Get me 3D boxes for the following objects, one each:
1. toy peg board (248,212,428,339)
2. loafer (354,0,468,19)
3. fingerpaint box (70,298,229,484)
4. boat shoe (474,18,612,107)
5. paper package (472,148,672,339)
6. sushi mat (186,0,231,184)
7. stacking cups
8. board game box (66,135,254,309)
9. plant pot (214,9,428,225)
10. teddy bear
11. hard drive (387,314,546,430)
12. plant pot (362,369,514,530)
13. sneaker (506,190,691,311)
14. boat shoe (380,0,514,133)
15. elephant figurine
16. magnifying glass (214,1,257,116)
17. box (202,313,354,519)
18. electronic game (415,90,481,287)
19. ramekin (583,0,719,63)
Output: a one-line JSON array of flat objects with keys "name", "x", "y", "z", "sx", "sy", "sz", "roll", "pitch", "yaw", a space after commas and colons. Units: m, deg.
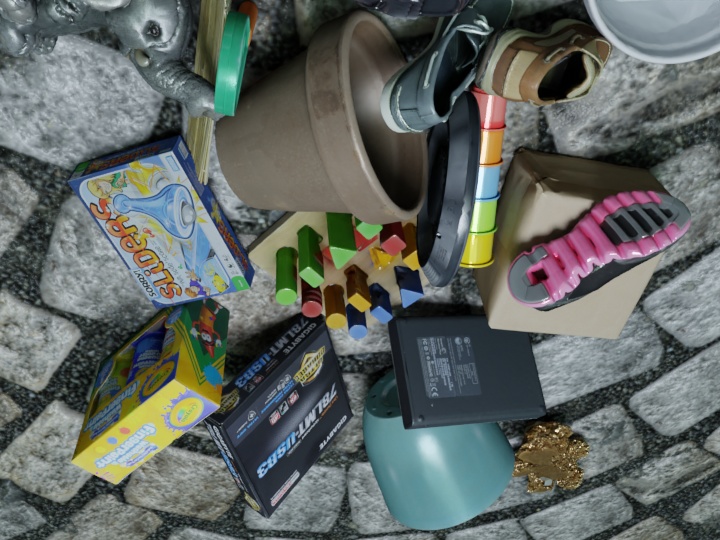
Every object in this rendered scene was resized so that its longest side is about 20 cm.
[{"name": "toy peg board", "x": 0.000, "y": 0.000, "z": 0.848, "sx": 0.199, "sy": 0.098, "sz": 0.199, "roll": -37, "pitch": 122, "yaw": 22}, {"name": "loafer", "x": -0.002, "y": -0.263, "z": 0.623, "sx": 0.198, "sy": 0.063, "sz": 0.072, "roll": 23, "pitch": 146, "yaw": 7}, {"name": "fingerpaint box", "x": -0.262, "y": 0.143, "z": 0.889, "sx": 0.199, "sy": 0.168, "sz": 0.073, "roll": -37, "pitch": 123, "yaw": 22}, {"name": "boat shoe", "x": 0.192, "y": -0.191, "z": 0.675, "sx": 0.199, "sy": 0.074, "sz": 0.076, "roll": -24, "pitch": 139, "yaw": -40}, {"name": "paper package", "x": 0.254, "y": -0.027, "z": 0.849, "sx": 0.188, "sy": 0.104, "sz": 0.201, "roll": 6, "pitch": 126, "yaw": -10}, {"name": "sushi mat", "x": -0.150, "y": -0.192, "z": 0.687, "sx": 0.012, "sy": 0.096, "sz": 0.201, "roll": -1, "pitch": 130, "yaw": -23}, {"name": "stacking cups", "x": 0.130, "y": -0.104, "z": 0.789, "sx": 0.060, "sy": 0.061, "sz": 0.202, "roll": -2, "pitch": 117, "yaw": -4}, {"name": "board game box", "x": -0.225, "y": -0.048, "z": 0.816, "sx": 0.134, "sy": 0.035, "sz": 0.201, "roll": -12, "pitch": 128, "yaw": 15}, {"name": "plant pot", "x": -0.045, "y": -0.133, "z": 0.699, "sx": 0.173, "sy": 0.201, "sz": 0.201, "roll": -10, "pitch": 130, "yaw": 23}, {"name": "teddy bear", "x": 0.304, "y": 0.304, "z": 1.145, "sx": 0.144, "sy": 0.067, "sz": 0.200, "roll": -27, "pitch": 133, "yaw": 26}, {"name": "hard drive", "x": 0.140, "y": 0.127, "z": 0.912, "sx": 0.198, "sy": 0.141, "sz": 0.033, "roll": 0, "pitch": 157, "yaw": -22}, {"name": "plant pot", "x": 0.093, "y": 0.225, "z": 0.978, "sx": 0.199, "sy": 0.201, "sz": 0.162, "roll": -23, "pitch": 111, "yaw": 12}, {"name": "sneaker", "x": 0.259, "y": -0.014, "z": 0.763, "sx": 0.199, "sy": 0.080, "sz": 0.095, "roll": -27, "pitch": 148, "yaw": 15}, {"name": "boat shoe", "x": 0.098, "y": -0.203, "z": 0.656, "sx": 0.200, "sy": 0.062, "sz": 0.073, "roll": -51, "pitch": 124, "yaw": -22}, {"name": "elephant figurine", "x": -0.204, "y": -0.240, "z": 0.611, "sx": 0.198, "sy": 0.143, "sz": 0.156, "roll": 8, "pitch": 143, "yaw": 6}, {"name": "magnifying glass", "x": -0.106, "y": -0.199, "z": 0.616, "sx": 0.022, "sy": 0.201, "sz": 0.080, "roll": 8, "pitch": 123, "yaw": -11}, {"name": "box", "x": -0.101, "y": 0.194, "z": 0.940, "sx": 0.049, "sy": 0.200, "sz": 0.200, "roll": 18, "pitch": 137, "yaw": 36}, {"name": "electronic game", "x": 0.092, "y": -0.083, "z": 0.727, "sx": 0.041, "sy": 0.201, "sz": 0.201, "roll": 7, "pitch": 127, "yaw": -4}, {"name": "ramekin", "x": 0.287, "y": -0.304, "z": 0.637, "sx": 0.198, "sy": 0.106, "sz": 0.202, "roll": -3, "pitch": 129, "yaw": -3}]
